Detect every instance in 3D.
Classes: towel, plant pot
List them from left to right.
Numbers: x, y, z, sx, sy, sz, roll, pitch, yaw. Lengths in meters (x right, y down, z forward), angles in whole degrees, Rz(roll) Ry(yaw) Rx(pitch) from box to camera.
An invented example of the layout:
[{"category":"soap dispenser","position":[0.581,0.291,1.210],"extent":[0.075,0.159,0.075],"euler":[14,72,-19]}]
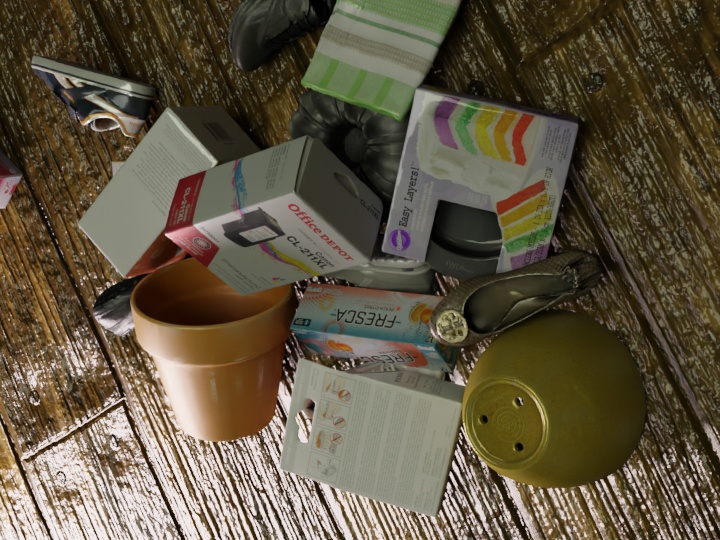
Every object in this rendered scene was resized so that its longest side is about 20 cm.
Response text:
[{"category":"plant pot","position":[-0.174,0.103,1.670],"extent":[0.200,0.200,0.183],"euler":[13,121,31]},{"category":"towel","position":[0.028,-0.280,1.521],"extent":[0.149,0.031,0.200],"euler":[22,84,29]},{"category":"plant pot","position":[0.188,0.151,1.454],"extent":[0.200,0.142,0.200],"euler":[5,100,33]}]

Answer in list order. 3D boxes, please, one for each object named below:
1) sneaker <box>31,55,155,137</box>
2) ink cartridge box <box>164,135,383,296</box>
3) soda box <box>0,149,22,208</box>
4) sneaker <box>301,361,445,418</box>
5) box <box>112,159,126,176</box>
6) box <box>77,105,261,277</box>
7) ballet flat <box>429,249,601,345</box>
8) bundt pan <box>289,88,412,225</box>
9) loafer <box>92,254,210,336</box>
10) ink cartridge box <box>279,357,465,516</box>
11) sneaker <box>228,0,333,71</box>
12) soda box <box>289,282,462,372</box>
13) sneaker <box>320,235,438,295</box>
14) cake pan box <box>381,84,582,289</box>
[{"category":"sneaker","position":[-0.369,-0.235,1.807],"extent":[0.200,0.078,0.080],"euler":[21,102,28]},{"category":"ink cartridge box","position":[-0.098,-0.058,1.524],"extent":[0.200,0.146,0.083],"euler":[-15,49,36]},{"category":"soda box","position":[-0.586,-0.177,1.967],"extent":[0.200,0.063,0.070],"euler":[44,118,20]},{"category":"sneaker","position":[0.012,0.141,1.603],"extent":[0.200,0.087,0.075],"euler":[-28,79,31]},{"category":"box","position":[-0.258,-0.088,1.777],"extent":[0.200,0.041,0.119],"euler":[1,98,31]},{"category":"box","position":[-0.232,-0.099,1.660],"extent":[0.097,0.124,0.200],"euler":[48,114,12]},{"category":"ballet flat","position":[0.166,0.031,1.449],"extent":[0.200,0.046,0.067],"euler":[-21,102,13]},{"category":"bundt pan","position":[-0.006,-0.148,1.581],"extent":[0.202,0.076,0.202],"euler":[5,98,33]},{"category":"loafer","position":[-0.267,0.032,1.792],"extent":[0.200,0.068,0.070],"euler":[-25,119,26]},{"category":"ink cartridge box","position":[0.015,0.189,1.581],"extent":[0.200,0.047,0.160],"euler":[16,115,10]},{"category":"sneaker","position":[-0.086,-0.310,1.606],"extent":[0.091,0.076,0.200],"euler":[52,122,24]},{"category":"soda box","position":[0.022,0.066,1.568],"extent":[0.200,0.064,0.068],"euler":[5,60,32]},{"category":"sneaker","position":[0.000,0.000,1.593],"extent":[0.200,0.075,0.082],"euler":[8,133,31]},{"category":"cake pan box","position":[0.130,-0.089,1.475],"extent":[0.184,0.052,0.200],"euler":[16,107,8]}]
